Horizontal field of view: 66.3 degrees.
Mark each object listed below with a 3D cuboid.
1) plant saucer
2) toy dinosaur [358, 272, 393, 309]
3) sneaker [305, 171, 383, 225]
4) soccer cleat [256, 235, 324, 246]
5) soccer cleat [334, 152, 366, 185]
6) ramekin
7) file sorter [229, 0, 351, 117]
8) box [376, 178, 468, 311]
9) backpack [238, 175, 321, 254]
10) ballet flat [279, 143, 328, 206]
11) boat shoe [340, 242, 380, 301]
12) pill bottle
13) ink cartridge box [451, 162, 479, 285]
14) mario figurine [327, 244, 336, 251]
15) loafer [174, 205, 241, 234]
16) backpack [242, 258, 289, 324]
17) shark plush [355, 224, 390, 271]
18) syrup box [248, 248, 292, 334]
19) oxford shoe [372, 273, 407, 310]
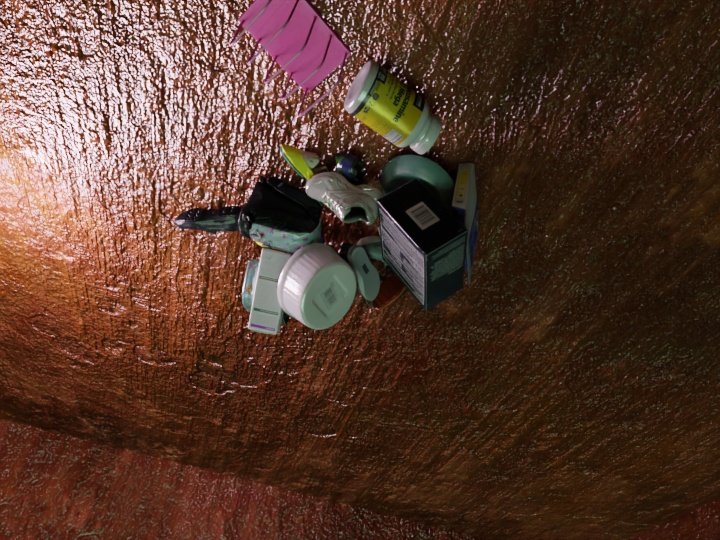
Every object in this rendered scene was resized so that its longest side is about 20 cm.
[{"bbox_3d":[0.133,-0.184,1.322,0.194,0.037,0.203,19,145,13],"label":"plant saucer"},{"bbox_3d":[0.008,-0.001,1.574,0.178,0.203,0.106,0,139,-46],"label":"toy dinosaur"},{"bbox_3d":[-0.044,-0.162,1.280,0.194,0.101,0.079,15,142,11],"label":"sneaker"},{"bbox_3d":[-0.193,-0.076,1.506,0.193,0.066,0.085,-2,134,11],"label":"soccer cleat"},{"bbox_3d":[-0.027,-0.206,1.363,0.082,0.065,0.203,27,147,22],"label":"soccer cleat"},{"bbox_3d":[-0.101,0.045,1.368,0.097,0.200,0.203,32,157,42],"label":"ramekin"},{"bbox_3d":[-0.137,-0.430,1.077,0.137,0.128,0.199,-27,127,34],"label":"file sorter"},{"bbox_3d":[0.139,-0.059,1.265,0.121,0.201,0.201,-27,144,-16],"label":"box"},{"bbox_3d":[-0.190,-0.128,1.385,0.194,0.171,0.128,16,150,4],"label":"backpack"},{"bbox_3d":[-0.117,-0.243,1.334,0.066,0.068,0.201,-30,131,9],"label":"ballet flat"},{"bbox_3d":[0.000,0.000,1.460,0.056,0.069,0.203,25,152,37],"label":"boat shoe"},{"bbox_3d":[0.072,-0.333,1.152,0.196,0.115,0.112,29,135,-21],"label":"pill bottle"},{"bbox_3d":[0.245,-0.108,1.297,0.045,0.204,0.201,4,139,19],"label":"ink cartridge box"},{"bbox_3d":[-0.121,0.031,1.486,0.121,0.106,0.203,30,130,8],"label":"mario figurine"},{"bbox_3d":[-0.409,-0.129,1.499,0.193,0.069,0.072,-3,128,8],"label":"loafer"},{"bbox_3d":[-0.252,0.043,1.548,0.148,0.182,0.200,12,163,-6],"label":"backpack"},{"bbox_3d":[0.078,-0.025,1.475,0.199,0.084,0.091,41,137,-5],"label":"shark plush"},{"bbox_3d":[-0.228,0.053,1.410,0.079,0.207,0.079,12,-179,-1],"label":"syrup box"},{"bbox_3d":[0.116,0.042,1.531,0.199,0.072,0.072,-43,145,5],"label":"oxford shoe"}]
